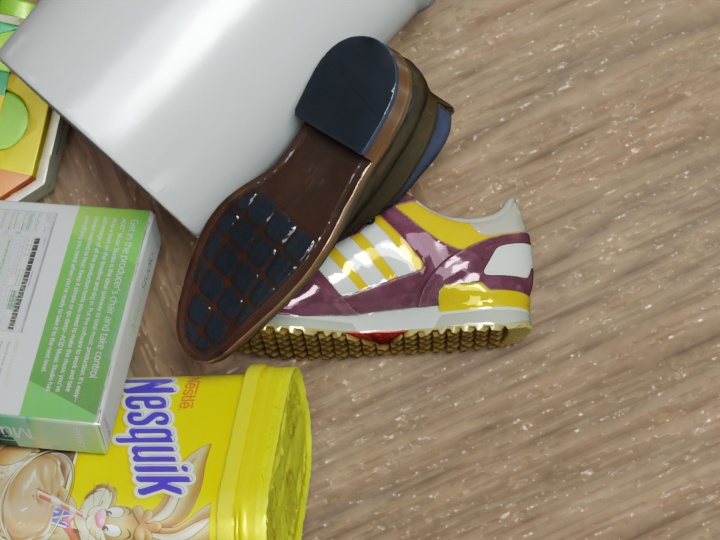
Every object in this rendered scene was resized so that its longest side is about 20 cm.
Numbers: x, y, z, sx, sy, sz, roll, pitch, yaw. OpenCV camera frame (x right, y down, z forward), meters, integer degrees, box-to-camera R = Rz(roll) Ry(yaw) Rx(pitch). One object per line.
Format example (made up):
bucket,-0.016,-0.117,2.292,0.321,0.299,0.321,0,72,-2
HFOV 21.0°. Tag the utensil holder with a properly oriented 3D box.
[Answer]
utensil holder,-0.080,-0.141,1.089,0.170,0.170,0.200,41,86,9

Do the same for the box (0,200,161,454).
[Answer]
box,-0.223,0.026,1.090,0.199,0.036,0.145,4,55,10

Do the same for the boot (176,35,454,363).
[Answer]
boot,-0.019,-0.028,1.071,0.075,0.097,0.200,41,102,29

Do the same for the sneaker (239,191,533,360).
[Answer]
sneaker,0.000,0.000,1.125,0.199,0.075,0.091,0,75,0

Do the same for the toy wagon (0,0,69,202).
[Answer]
toy wagon,-0.275,-0.098,1.176,0.199,0.040,0.156,12,85,7

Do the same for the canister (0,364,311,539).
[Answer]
canister,-0.136,0.122,1.087,0.199,0.087,0.149,-2,39,9
